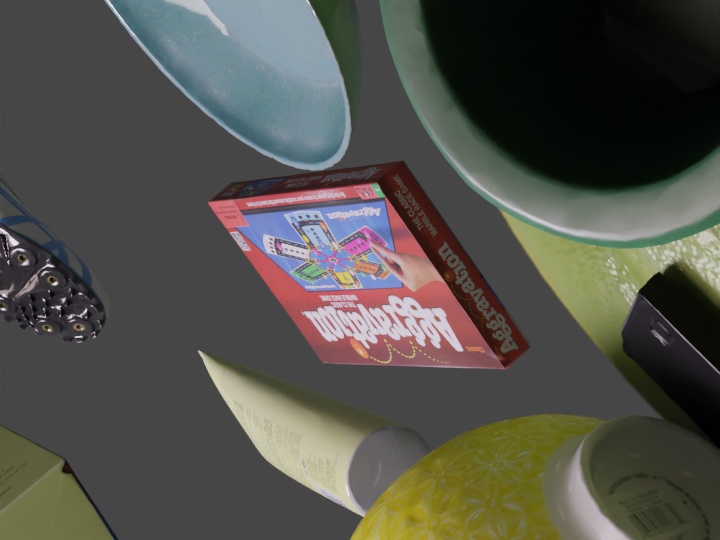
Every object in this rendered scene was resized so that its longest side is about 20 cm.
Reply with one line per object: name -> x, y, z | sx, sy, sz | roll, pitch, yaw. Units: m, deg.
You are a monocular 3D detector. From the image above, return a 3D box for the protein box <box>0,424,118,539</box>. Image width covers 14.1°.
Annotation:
protein box -> -0.302, 0.223, 2.129 | 0.200, 0.199, 0.135 | 19, 144, 55

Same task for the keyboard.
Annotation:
keyboard -> 0.178, 0.075, 1.101 | 0.200, 0.021, 0.127 | 45, 166, 11

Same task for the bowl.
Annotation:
bowl -> 0.101, 0.122, 1.156 | 0.200, 0.200, 0.108 | 43, 131, 19

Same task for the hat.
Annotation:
hat -> 0.117, -0.096, 0.929 | 0.166, 0.176, 0.200 | 44, 122, 21

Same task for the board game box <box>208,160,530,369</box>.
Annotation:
board game box -> 0.000, 0.000, 1.348 | 0.103, 0.019, 0.200 | 54, 160, -14

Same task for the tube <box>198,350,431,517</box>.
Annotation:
tube -> -0.028, 0.086, 1.529 | 0.200, 0.052, 0.058 | 15, 100, 63

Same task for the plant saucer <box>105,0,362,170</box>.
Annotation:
plant saucer -> -0.061, -0.132, 1.217 | 0.200, 0.036, 0.200 | 42, 159, 20

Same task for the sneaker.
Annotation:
sneaker -> -0.225, -0.036, 1.720 | 0.200, 0.072, 0.072 | 39, 132, -4
